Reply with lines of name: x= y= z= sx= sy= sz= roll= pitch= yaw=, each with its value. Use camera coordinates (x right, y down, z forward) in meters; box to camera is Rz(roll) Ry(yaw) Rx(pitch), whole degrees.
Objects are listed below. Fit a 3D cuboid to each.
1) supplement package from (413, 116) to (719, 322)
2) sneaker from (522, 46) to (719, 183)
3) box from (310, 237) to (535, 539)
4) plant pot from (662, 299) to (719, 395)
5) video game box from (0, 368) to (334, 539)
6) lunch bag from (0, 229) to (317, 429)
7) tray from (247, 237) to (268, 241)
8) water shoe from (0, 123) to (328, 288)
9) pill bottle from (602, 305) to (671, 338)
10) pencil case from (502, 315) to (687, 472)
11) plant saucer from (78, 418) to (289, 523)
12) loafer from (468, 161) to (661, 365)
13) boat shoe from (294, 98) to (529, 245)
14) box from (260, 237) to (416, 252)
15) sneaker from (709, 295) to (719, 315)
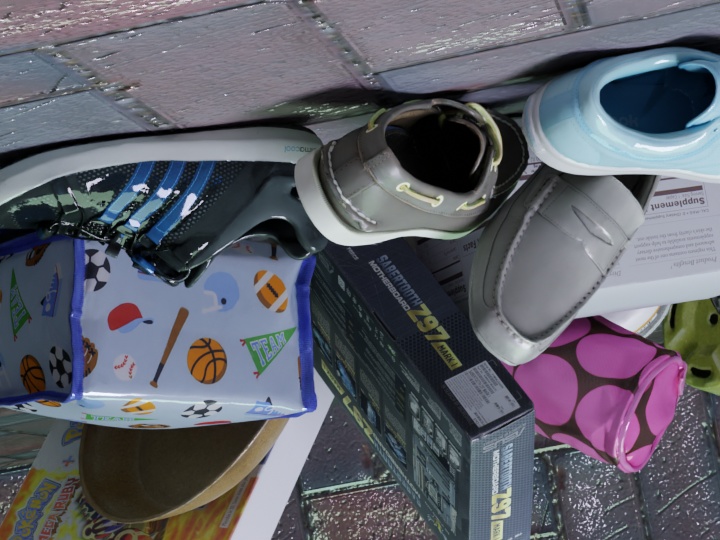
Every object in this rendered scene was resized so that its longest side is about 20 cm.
supplement package: x=0.150 y=-0.034 z=1.738 sx=0.199 sy=0.111 sz=0.156 roll=-7 pitch=173 yaw=-21
sneaker: x=0.192 y=-0.085 z=1.526 sx=0.199 sy=0.074 sz=0.082 roll=-9 pitch=176 yaw=-22
box: x=0.034 y=0.070 z=1.745 sx=0.051 sy=0.200 sz=0.158 roll=-25 pitch=145 yaw=-18
plant pot: x=0.389 y=0.054 z=2.632 sx=0.184 sy=0.201 sz=0.200 roll=8 pitch=164 yaw=-35
video game box: x=-0.130 y=0.132 z=1.871 sx=0.182 sy=0.200 sz=0.047 roll=-2 pitch=135 yaw=30
lunch bag: x=-0.145 y=0.034 z=1.697 sx=0.170 sy=0.124 sz=0.200 roll=7 pitch=169 yaw=-31
tray: x=-0.106 y=-0.025 z=1.798 sx=0.200 sy=0.022 sz=0.107 roll=-17 pitch=172 yaw=43
water shoe: x=-0.108 y=-0.029 z=1.507 sx=0.199 sy=0.079 sz=0.071 roll=-8 pitch=173 yaw=-15
pill bottle: x=0.171 y=0.002 z=2.059 sx=0.116 sy=0.117 sz=0.200 roll=-11 pitch=174 yaw=7
pencil case: x=0.120 y=0.053 z=1.843 sx=0.200 sy=0.091 sz=0.094 roll=30 pitch=-129 yaw=32
plant saucer: x=-0.098 y=0.080 z=1.808 sx=0.200 sy=0.201 sz=0.035 roll=-16 pitch=137 yaw=42
loafer: x=0.119 y=-0.031 z=1.564 sx=0.070 sy=0.070 sz=0.200 roll=-32 pitch=-157 yaw=49
boat shoe: x=0.043 y=-0.058 z=1.530 sx=0.060 sy=0.072 sz=0.202 roll=-31 pitch=172 yaw=32
box: x=0.000 y=0.000 z=1.932 sx=0.095 sy=0.078 sz=0.200 roll=-15 pitch=172 yaw=40
sneaker: x=0.309 y=-0.044 z=1.806 sx=0.146 sy=0.077 sz=0.203 roll=-10 pitch=146 yaw=-26
